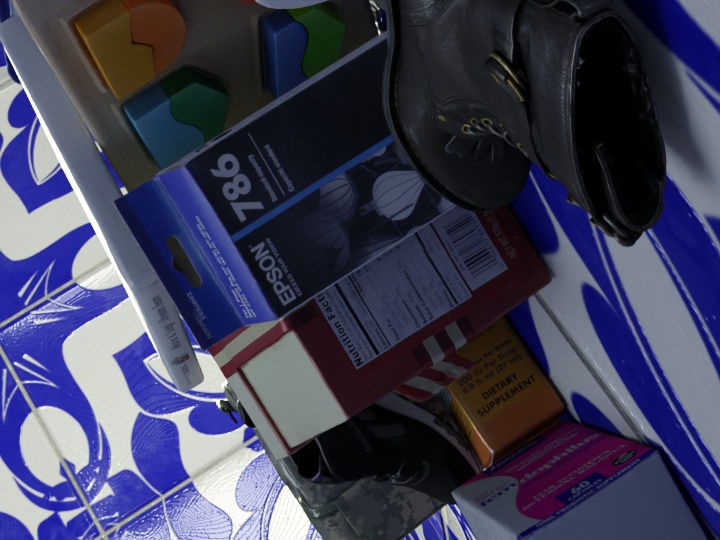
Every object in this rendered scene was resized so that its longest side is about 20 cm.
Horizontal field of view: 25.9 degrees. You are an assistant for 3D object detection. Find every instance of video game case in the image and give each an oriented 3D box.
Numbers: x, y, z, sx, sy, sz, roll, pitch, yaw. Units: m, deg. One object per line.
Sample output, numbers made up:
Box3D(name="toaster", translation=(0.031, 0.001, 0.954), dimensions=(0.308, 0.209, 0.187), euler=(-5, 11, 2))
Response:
Box3D(name="video game case", translation=(-0.162, -0.037, 0.993), dimensions=(0.201, 0.024, 0.182), euler=(59, 170, 22))

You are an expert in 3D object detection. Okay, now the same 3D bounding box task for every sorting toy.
Box3D(name="sorting toy", translation=(-0.081, -0.137, 0.894), dimensions=(0.037, 0.184, 0.200), euler=(51, 172, 39))

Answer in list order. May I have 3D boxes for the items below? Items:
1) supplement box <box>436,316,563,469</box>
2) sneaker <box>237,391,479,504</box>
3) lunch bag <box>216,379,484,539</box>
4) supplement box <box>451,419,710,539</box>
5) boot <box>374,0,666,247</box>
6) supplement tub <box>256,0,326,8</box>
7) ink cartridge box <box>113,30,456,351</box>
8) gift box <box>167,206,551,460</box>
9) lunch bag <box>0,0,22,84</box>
Box3D(name="supplement box", translation=(0.063, 0.039, 1.123), dimensions=(0.201, 0.066, 0.069), euler=(56, 172, 17))
Box3D(name="sneaker", translation=(-0.006, 0.124, 1.095), dimensions=(0.200, 0.088, 0.076), euler=(38, 146, -20))
Box3D(name="lunch bag", translation=(0.009, 0.097, 1.219), dimensions=(0.168, 0.199, 0.139), euler=(55, 176, -24))
Box3D(name="supplement box", translation=(0.142, 0.171, 1.001), dimensions=(0.104, 0.101, 0.200), euler=(59, 172, -3))
Box3D(name="boot", translation=(0.070, -0.063, 0.669), dimensions=(0.174, 0.069, 0.201), euler=(52, 168, 45))
Box3D(name="supplement tub", translation=(-0.039, -0.206, 0.531), dimensions=(0.201, 0.144, 0.145), euler=(57, 172, 10))
Box3D(name="ink cartridge box", translation=(-0.023, -0.047, 0.838), dimensions=(0.100, 0.199, 0.039), euler=(58, 173, -12))
Box3D(name="gift box", translation=(0.000, 0.000, 0.977), dimensions=(0.186, 0.199, 0.187), euler=(62, 157, 4))
Box3D(name="lunch bag", translation=(-0.169, -0.241, 1.045), dimensions=(0.123, 0.170, 0.201), euler=(11, 127, 17))
